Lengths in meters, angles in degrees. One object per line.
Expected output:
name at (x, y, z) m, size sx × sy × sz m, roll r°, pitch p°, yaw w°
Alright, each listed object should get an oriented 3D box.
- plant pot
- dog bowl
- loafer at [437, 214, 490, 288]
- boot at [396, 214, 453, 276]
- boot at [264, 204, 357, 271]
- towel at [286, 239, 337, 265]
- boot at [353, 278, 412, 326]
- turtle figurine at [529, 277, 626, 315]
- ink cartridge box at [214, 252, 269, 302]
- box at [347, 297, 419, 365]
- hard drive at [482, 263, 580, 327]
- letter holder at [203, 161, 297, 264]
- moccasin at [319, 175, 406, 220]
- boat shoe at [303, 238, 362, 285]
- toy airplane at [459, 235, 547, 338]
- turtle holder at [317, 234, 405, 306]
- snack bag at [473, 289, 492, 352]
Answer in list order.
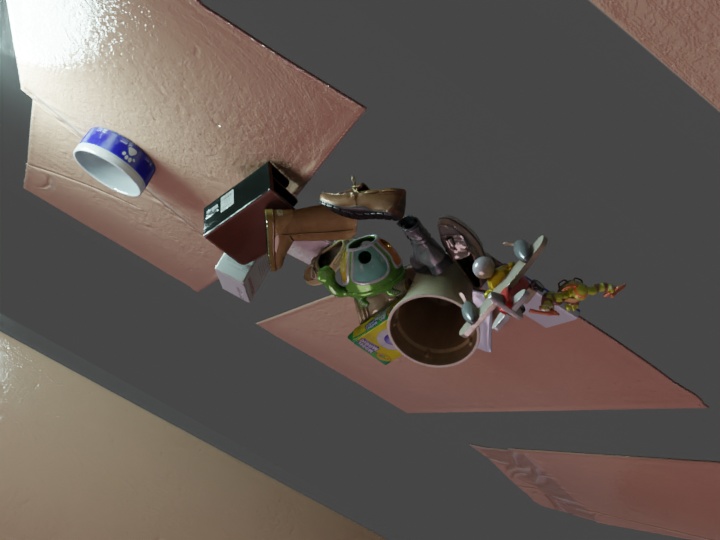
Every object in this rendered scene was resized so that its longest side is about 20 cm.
plant pot at (0.172, 0.077, 1.759) m, size 0.199 × 0.184 × 0.201 m, roll 8°, pitch 128°, yaw 10°
dog bowl at (-0.643, -0.283, 2.093) m, size 0.199 × 0.079 × 0.200 m, roll 24°, pitch 159°, yaw 10°
loafer at (0.217, -0.035, 1.657) m, size 0.072 × 0.063 × 0.200 m, roll 5°, pitch 150°, yaw 43°
boot at (0.125, -0.063, 1.712) m, size 0.132 × 0.070 × 0.200 m, roll 52°, pitch 170°, yaw -10°
boot at (-0.109, -0.073, 1.769) m, size 0.199 × 0.066 × 0.176 m, roll -5°, pitch 137°, yaw -9°
towel at (-0.156, -0.080, 2.053) m, size 0.190 × 0.032 × 0.200 m, roll 28°, pitch 159°, yaw 1°
boot at (0.080, 0.121, 1.942) m, size 0.155 × 0.073 × 0.201 m, roll -16°, pitch 124°, yaw 14°
turtle figurine at (0.407, 0.050, 1.575) m, size 0.199 × 0.065 × 0.161 m, roll -17°, pitch 172°, yaw -7°
ink cartridge box at (-0.262, -0.044, 1.937) m, size 0.082 × 0.201 × 0.146 m, roll 25°, pitch 160°, yaw 8°
box at (0.070, 0.152, 1.893) m, size 0.117 × 0.049 × 0.200 m, roll 36°, pitch 131°, yaw -25°
hard drive at (0.364, 0.057, 1.753) m, size 0.199 × 0.025 × 0.132 m, roll 31°, pitch 159°, yaw -10°
letter holder at (-0.234, -0.122, 1.807) m, size 0.199 × 0.101 × 0.142 m, roll -32°, pitch 132°, yaw 20°
moccasin at (0.003, -0.149, 1.646) m, size 0.200 × 0.078 × 0.074 m, roll 4°, pitch 165°, yaw 39°
boat shoe at (-0.081, -0.024, 1.956) m, size 0.063 × 0.074 × 0.200 m, roll 16°, pitch 149°, yaw -39°
toy airplane at (0.273, 0.031, 1.559) m, size 0.141 × 0.200 × 0.199 m, roll 42°, pitch 158°, yaw 9°
turtle holder at (0.007, -0.006, 1.857) m, size 0.185 × 0.141 × 0.132 m, roll -7°, pitch 116°, yaw 31°
snack bag at (0.232, 0.111, 1.939) m, size 0.199 × 0.021 × 0.190 m, roll 16°, pitch 130°, yaw 26°
